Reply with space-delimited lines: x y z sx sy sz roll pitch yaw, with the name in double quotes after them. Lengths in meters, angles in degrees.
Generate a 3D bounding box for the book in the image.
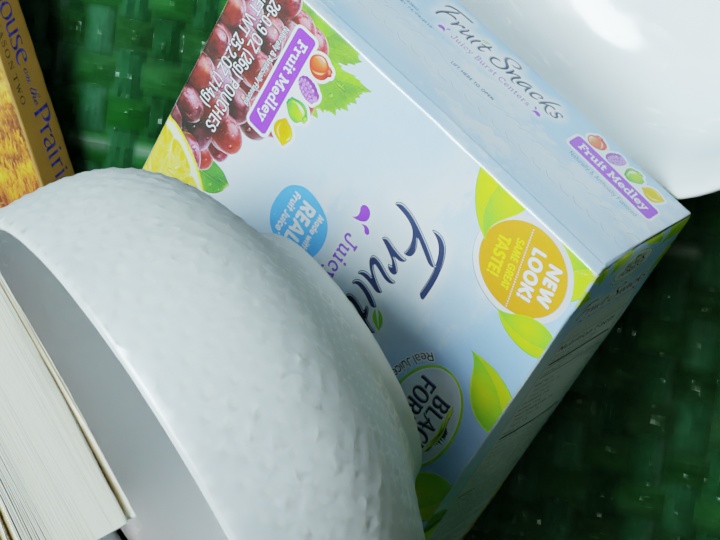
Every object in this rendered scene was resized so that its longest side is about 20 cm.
-0.157 0.046 1.054 0.134 0.048 0.200 65 156 -1 "book"

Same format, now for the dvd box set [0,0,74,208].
-0.198 -0.088 1.168 0.146 0.029 0.200 -5 114 25 "dvd box set"

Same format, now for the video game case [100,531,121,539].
-0.128 0.132 1.146 0.200 0.024 0.182 57 149 9 "video game case"

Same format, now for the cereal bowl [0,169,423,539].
-0.040 0.049 0.988 0.083 0.200 0.200 -32 80 -16 "cereal bowl"

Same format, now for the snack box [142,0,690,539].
0.000 0.000 1.068 0.169 0.068 0.200 44 133 14 "snack box"

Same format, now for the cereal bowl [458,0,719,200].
0.099 -0.129 1.014 0.200 0.083 0.200 22 127 33 "cereal bowl"
